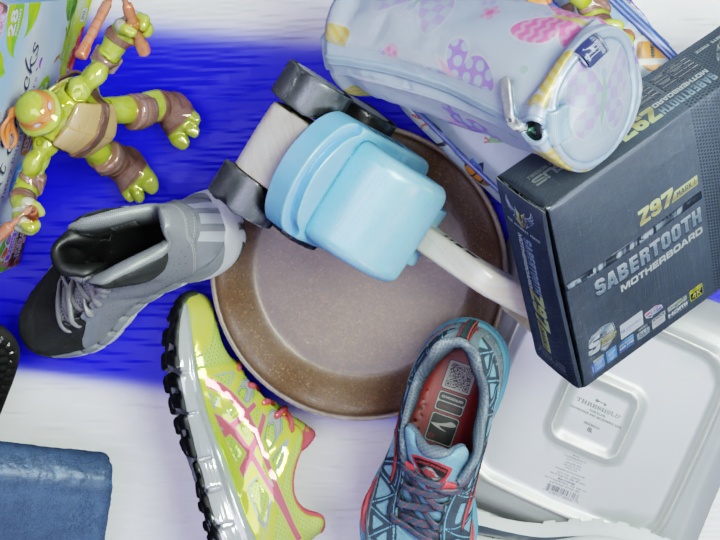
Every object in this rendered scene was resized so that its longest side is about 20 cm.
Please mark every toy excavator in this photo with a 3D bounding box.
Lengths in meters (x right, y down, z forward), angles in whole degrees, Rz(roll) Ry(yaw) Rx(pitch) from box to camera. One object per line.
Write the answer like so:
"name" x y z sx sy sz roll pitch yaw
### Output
"toy excavator" 0.031 -0.025 1.259 0.200 0.194 0.100 39 98 28

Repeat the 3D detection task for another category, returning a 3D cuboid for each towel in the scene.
"towel" -0.274 0.167 1.365 0.200 0.049 0.112 7 109 -23

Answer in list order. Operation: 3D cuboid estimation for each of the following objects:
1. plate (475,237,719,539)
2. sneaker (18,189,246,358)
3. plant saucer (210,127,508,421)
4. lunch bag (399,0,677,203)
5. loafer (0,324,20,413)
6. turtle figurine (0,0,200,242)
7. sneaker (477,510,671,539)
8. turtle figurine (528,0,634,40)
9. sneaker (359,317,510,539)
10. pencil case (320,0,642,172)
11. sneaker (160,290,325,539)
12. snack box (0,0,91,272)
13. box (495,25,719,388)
"plate" 0.159 0.095 1.340 0.199 0.032 0.200 23 103 4
"sneaker" -0.182 0.000 1.314 0.200 0.115 0.075 -31 74 29
"plant saucer" 0.000 0.000 1.340 0.200 0.037 0.201 1 95 5
"lunch bag" 0.112 -0.135 1.288 0.200 0.076 0.160 45 101 -2
"loafer" -0.298 0.108 1.403 0.073 0.071 0.200 12 116 -39
"turtle figurine" -0.183 -0.087 1.295 0.064 0.161 0.200 31 98 26
"sneaker" 0.124 0.215 1.330 0.199 0.081 0.077 0 127 14
"turtle figurine" 0.144 -0.205 1.215 0.064 0.161 0.200 -2 116 53
"sneaker" 0.041 0.126 1.276 0.079 0.096 0.200 11 89 9
"pencil case" 0.068 -0.120 1.167 0.091 0.200 0.083 -43 134 -23
"sneaker" -0.080 0.107 1.366 0.090 0.078 0.200 -16 93 -12
"snack box" -0.254 -0.092 1.302 0.068 0.169 0.200 18 101 7
"box" 0.184 -0.042 1.219 0.200 0.051 0.158 -34 135 -18
